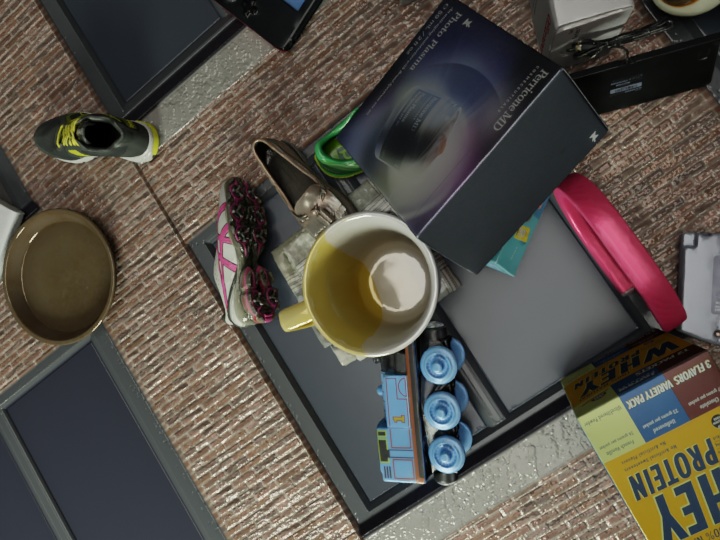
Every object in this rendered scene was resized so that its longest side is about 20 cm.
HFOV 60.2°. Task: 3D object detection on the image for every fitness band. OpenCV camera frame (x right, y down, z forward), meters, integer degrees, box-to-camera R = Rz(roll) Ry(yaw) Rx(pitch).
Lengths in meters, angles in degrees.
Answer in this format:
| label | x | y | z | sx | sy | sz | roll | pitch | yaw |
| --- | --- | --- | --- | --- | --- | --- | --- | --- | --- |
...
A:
| label | x | y | z | sx | sy | sz | roll | pitch | yaw |
| --- | --- | --- | --- | --- | --- | --- | --- | --- | --- |
| fitness band | 0.283 | -0.021 | 0.689 | 0.037 | 0.143 | 0.201 | -36 | 83 | 13 |

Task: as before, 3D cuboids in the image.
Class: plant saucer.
| label | x | y | z | sx | sy | sz | roll | pitch | yaw |
| --- | --- | --- | --- | --- | --- | --- | --- | --- | --- |
| plant saucer | -0.447 | 0.009 | 0.933 | 0.196 | 0.029 | 0.204 | 0 | 90 | 14 |

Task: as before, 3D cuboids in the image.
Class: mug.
| label | x | y | z | sx | sy | sz | roll | pitch | yaw |
| --- | --- | --- | --- | --- | --- | --- | --- | --- | --- |
| mug | 0.012 | 0.011 | 0.722 | 0.184 | 0.153 | 0.152 | 11 | 93 | 17 |

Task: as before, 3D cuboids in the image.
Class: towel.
| label | x | y | z | sx | sy | sz | roll | pitch | yaw |
| --- | --- | --- | --- | --- | --- | --- | --- | --- | --- |
| towel | 0.000 | 0.000 | 0.817 | 0.199 | 0.035 | 0.194 | -36 | 82 | 12 |

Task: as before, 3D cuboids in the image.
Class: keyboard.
| label | x | y | z | sx | sy | sz | roll | pitch | yaw |
| --- | --- | --- | --- | --- | --- | --- | --- | --- | --- |
| keyboard | 0.299 | -0.229 | 0.700 | 0.197 | 0.127 | 0.021 | -13 | 60 | 13 |

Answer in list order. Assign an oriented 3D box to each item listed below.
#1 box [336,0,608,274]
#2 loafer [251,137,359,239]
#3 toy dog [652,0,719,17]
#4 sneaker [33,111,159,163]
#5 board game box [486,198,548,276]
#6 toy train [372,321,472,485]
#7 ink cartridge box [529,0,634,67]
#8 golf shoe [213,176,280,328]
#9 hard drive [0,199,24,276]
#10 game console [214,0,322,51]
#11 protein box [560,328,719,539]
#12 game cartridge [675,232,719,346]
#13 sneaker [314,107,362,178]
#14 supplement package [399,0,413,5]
| label | x | y | z | sx | sy | sz | roll | pitch | yaw |
| --- | --- | --- | --- | --- | --- | --- | --- | --- | --- |
| box | 0.108 | -0.145 | 0.656 | 0.201 | 0.123 | 0.199 | -49 | 47 | 15 |
| loafer | -0.073 | -0.098 | 0.800 | 0.072 | 0.063 | 0.200 | -48 | 66 | 15 |
| toy dog | 0.419 | -0.329 | 0.672 | 0.197 | 0.140 | 0.196 | 8 | 129 | 12 |
| sneaker | -0.391 | -0.198 | 0.887 | 0.196 | 0.085 | 0.076 | 2 | 90 | 14 |
| board game box | 0.150 | -0.114 | 0.722 | 0.150 | 0.047 | 0.202 | 24 | 88 | 45 |
| toy train | 0.074 | 0.165 | 0.771 | 0.112 | 0.087 | 0.204 | -5 | 94 | 19 |
| ink cartridge box | 0.232 | -0.350 | 0.698 | 0.083 | 0.145 | 0.204 | -11 | 88 | 12 |
| golf shoe | -0.172 | -0.024 | 0.839 | 0.091 | 0.072 | 0.204 | -13 | 82 | 32 |
| hard drive | -0.618 | -0.025 | 0.976 | 0.130 | 0.026 | 0.203 | 26 | 97 | 13 |
| game console | -0.112 | -0.428 | 0.844 | 0.176 | 0.031 | 0.201 | 39 | 100 | 11 |
| protein box | 0.325 | 0.188 | 0.651 | 0.134 | 0.200 | 0.200 | -31 | 83 | 12 |
| game cartridge | 0.465 | 0.027 | 0.700 | 0.196 | 0.041 | 0.136 | 3 | 88 | 14 |
| sneaker | 0.032 | -0.172 | 0.782 | 0.198 | 0.083 | 0.075 | -25 | 84 | 12 |
| supplement package | 0.066 | -0.467 | 0.736 | 0.150 | 0.150 | 0.203 | -23 | 85 | 14 |
